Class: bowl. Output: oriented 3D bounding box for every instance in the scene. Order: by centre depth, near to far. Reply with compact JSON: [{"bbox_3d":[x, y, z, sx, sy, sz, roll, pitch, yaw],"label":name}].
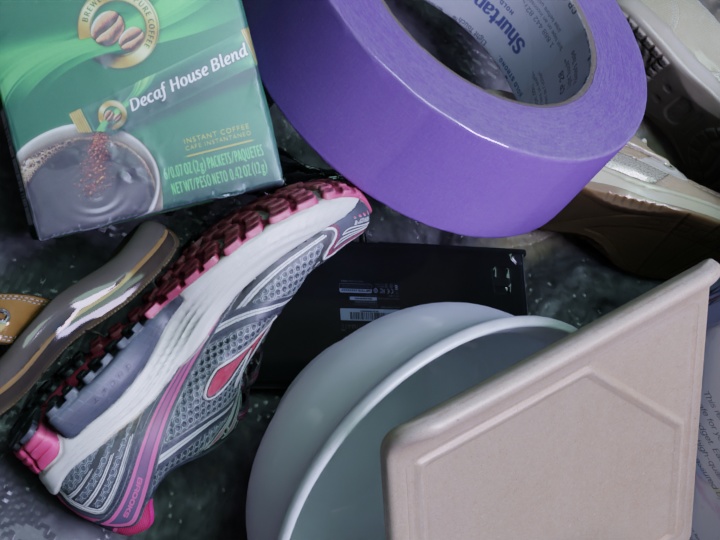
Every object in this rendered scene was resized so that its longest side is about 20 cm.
[{"bbox_3d":[0.019,0.090,0.835,0.201,0.201,0.090,-19,39,-32],"label":"bowl"}]

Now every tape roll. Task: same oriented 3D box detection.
[{"bbox_3d":[0.043,-0.115,0.879,0.200,0.066,0.200,20,45,-22],"label":"tape roll"}]

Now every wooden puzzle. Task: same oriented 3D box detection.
[{"bbox_3d":[0.083,0.100,0.810,0.185,0.200,0.037,-26,46,-27],"label":"wooden puzzle"}]

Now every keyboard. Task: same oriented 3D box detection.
[{"bbox_3d":[0.000,0.000,0.922,0.200,0.021,0.127,3,78,-29],"label":"keyboard"}]

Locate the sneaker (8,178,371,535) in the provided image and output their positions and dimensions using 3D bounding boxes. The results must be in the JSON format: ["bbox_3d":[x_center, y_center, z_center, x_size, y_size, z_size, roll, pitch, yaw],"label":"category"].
[{"bbox_3d":[-0.070,0.034,0.829,0.200,0.081,0.075,-44,105,-8],"label":"sneaker"}]

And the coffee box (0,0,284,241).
[{"bbox_3d":[-0.118,-0.123,0.820,0.123,0.044,0.200,-13,94,-11],"label":"coffee box"}]

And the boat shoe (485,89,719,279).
[{"bbox_3d":[0.144,-0.048,0.986,0.200,0.072,0.065,16,57,-23],"label":"boat shoe"}]

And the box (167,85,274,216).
[{"bbox_3d":[-0.116,-0.153,0.895,0.200,0.044,0.160,43,59,-9],"label":"box"}]

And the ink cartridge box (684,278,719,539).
[{"bbox_3d":[0.220,0.073,0.908,0.145,0.200,0.145,-32,90,-32],"label":"ink cartridge box"}]

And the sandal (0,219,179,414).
[{"bbox_3d":[-0.163,0.030,0.781,0.200,0.082,0.055,-42,98,-27],"label":"sandal"}]

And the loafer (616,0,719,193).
[{"bbox_3d":[0.218,-0.094,1.037,0.068,0.076,0.200,-42,95,-26],"label":"loafer"}]
